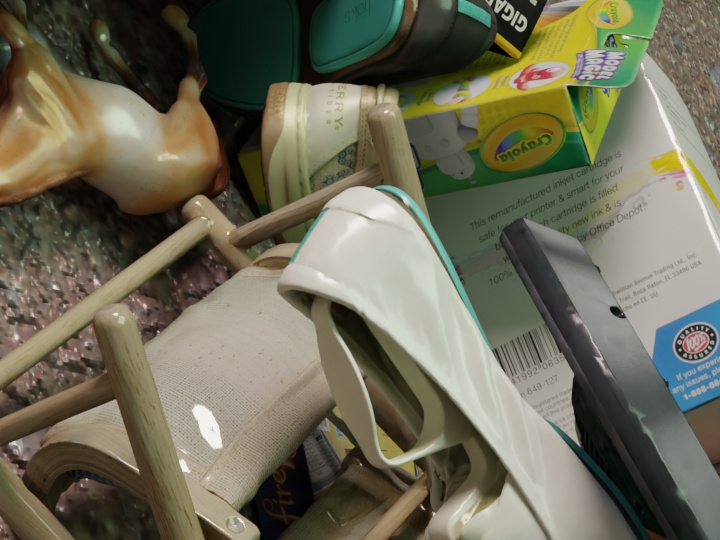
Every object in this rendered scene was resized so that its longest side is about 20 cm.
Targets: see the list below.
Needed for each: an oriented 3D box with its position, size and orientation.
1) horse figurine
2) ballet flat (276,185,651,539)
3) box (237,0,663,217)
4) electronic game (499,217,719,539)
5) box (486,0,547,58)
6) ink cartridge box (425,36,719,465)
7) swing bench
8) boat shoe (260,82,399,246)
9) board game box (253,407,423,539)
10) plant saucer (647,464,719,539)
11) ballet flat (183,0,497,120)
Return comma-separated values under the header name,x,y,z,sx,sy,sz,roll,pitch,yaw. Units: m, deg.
name,x,y,z,sx,sy,sz,roll,pitch,yaw
horse figurine,-0.115,-0.071,0.903,0.199,0.050,0.133,19,45,-49
ballet flat,0.036,0.064,0.754,0.201,0.069,0.069,55,30,-8
box,0.051,-0.082,1.025,0.049,0.199,0.117,67,27,-23
electronic game,0.109,0.068,0.813,0.201,0.041,0.200,60,5,-8
box,-0.024,-0.175,1.002,0.159,0.199,0.050,30,85,-45
ink cartridge box,0.132,0.006,1.109,0.145,0.147,0.201,31,36,-65
swing bench,-0.030,0.075,0.815,0.199,0.129,0.201,-40,103,-49
boat shoe,0.000,0.000,0.954,0.201,0.062,0.074,77,12,-45
board game box,0.027,0.141,0.984,0.200,0.034,0.136,20,51,-52
plant saucer,0.189,0.135,1.085,0.038,0.199,0.200,65,29,-4
ballet flat,-0.008,-0.101,0.961,0.068,0.200,0.069,8,87,-33
